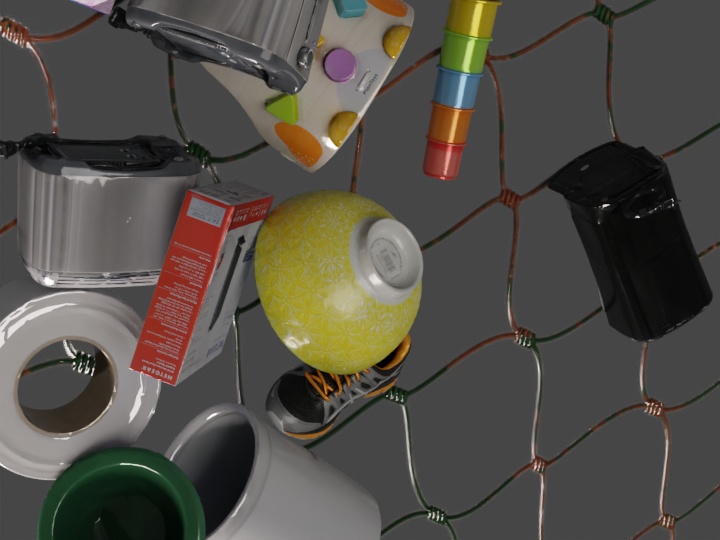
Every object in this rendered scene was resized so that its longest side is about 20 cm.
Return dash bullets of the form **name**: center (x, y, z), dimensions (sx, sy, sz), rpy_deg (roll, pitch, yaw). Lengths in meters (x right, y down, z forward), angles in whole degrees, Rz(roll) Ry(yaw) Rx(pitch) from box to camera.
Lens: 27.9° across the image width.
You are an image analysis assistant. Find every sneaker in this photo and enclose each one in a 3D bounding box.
- **sneaker**: center (-0.023, 0.113, 1.566), dimensions (0.200, 0.078, 0.077), rpy_deg (-30, 164, -41)

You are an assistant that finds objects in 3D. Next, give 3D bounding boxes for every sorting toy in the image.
- **sorting toy**: center (-0.064, -0.224, 1.423), dimensions (0.180, 0.107, 0.200), rpy_deg (31, 91, -13)

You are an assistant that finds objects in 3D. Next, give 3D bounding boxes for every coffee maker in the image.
- **coffee maker**: center (0.316, -0.022, 1.665), dimensions (0.134, 0.192, 0.200), rpy_deg (-21, 117, 11)

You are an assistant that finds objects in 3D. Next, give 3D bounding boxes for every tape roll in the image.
- **tape roll**: center (-0.302, 0.105, 1.449), dimensions (0.202, 0.071, 0.203), rpy_deg (-9, 111, -26)

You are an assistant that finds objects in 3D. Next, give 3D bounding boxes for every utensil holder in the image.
- **utensil holder**: center (-0.100, 0.261, 1.555), dimensions (0.200, 0.170, 0.170), rpy_deg (37, 88, -35)

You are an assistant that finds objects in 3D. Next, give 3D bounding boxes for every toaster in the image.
- **toaster**: center (-0.253, -0.058, 1.394), dimensions (0.199, 0.114, 0.130), rpy_deg (-2, 110, -30)
- **toaster**: center (-0.120, -0.253, 1.322), dimensions (0.130, 0.199, 0.114), rpy_deg (-68, 159, -5)

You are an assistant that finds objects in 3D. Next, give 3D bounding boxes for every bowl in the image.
- **bowl**: center (0.000, 0.000, 1.495), dimensions (0.200, 0.108, 0.201), rpy_deg (19, 62, -39)

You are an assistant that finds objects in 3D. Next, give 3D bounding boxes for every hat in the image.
- **hat**: center (-0.231, 0.270, 1.501), dimensions (0.199, 0.176, 0.166), rpy_deg (-15, 80, 9)

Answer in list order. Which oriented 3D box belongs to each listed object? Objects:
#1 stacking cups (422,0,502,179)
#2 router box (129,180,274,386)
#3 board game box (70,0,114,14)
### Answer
- **stacking cups**: center (0.106, -0.200, 1.575), dimensions (0.060, 0.060, 0.201), rpy_deg (0, 111, -28)
- **router box**: center (-0.152, 0.006, 1.426), dimensions (0.049, 0.200, 0.180), rpy_deg (20, 98, 5)
- **board game box**: center (-0.324, -0.283, 1.227), dimensions (0.199, 0.200, 0.041), rpy_deg (18, 98, -31)
